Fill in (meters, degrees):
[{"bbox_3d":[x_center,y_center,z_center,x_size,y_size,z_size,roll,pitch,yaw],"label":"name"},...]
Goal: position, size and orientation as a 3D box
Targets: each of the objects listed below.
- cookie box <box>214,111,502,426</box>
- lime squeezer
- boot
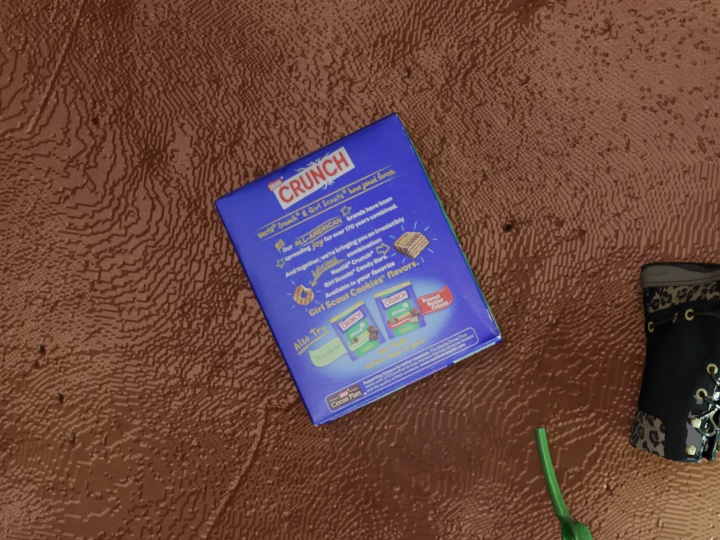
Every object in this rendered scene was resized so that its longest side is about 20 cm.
[{"bbox_3d":[0.000,0.000,1.197,0.170,0.075,0.202,-25,84,2],"label":"cookie box"},{"bbox_3d":[0.194,0.220,1.181,0.200,0.038,0.071,44,89,8],"label":"lime squeezer"},{"bbox_3d":[0.285,0.074,1.123,0.073,0.203,0.155,8,89,-30],"label":"boot"}]
